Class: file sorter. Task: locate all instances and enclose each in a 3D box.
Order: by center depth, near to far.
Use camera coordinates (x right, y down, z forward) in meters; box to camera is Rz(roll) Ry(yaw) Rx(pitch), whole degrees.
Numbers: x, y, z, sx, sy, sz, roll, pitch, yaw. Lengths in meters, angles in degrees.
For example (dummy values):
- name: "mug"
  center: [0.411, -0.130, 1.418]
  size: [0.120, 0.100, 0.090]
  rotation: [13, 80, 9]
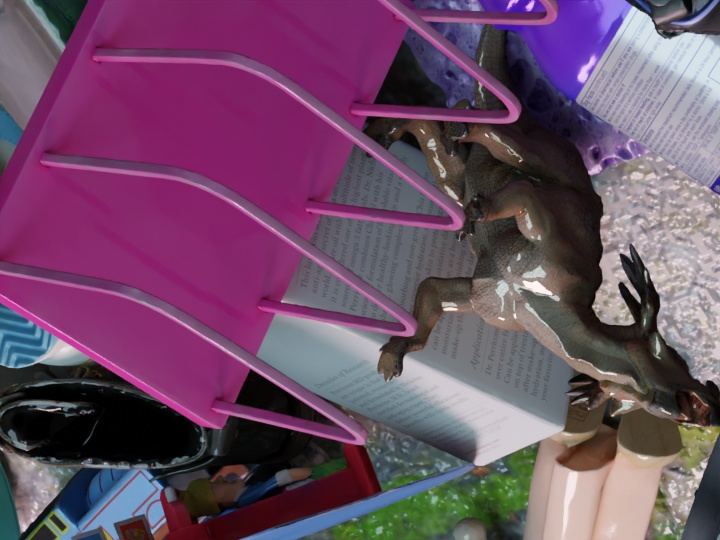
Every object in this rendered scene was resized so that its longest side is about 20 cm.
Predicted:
- name: "file sorter"
  center: [-0.030, -0.050, 1.021]
  size: [0.139, 0.201, 0.125]
  rotation: [35, 164, -37]

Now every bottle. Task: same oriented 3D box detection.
- name: "bottle"
  center: [0.115, -0.102, 1.096]
  size: [0.200, 0.065, 0.084]
  rotation: [32, 126, 3]

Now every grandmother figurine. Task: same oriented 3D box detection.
- name: "grandmother figurine"
  center: [0.102, 0.153, 1.309]
  size: [0.121, 0.061, 0.201]
  rotation: [21, 125, 22]

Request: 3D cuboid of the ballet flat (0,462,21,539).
- name: "ballet flat"
  center: [-0.234, 0.095, 1.422]
  size: [0.068, 0.068, 0.201]
  rotation: [0, 111, 35]

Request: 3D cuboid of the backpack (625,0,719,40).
- name: "backpack"
  center: [0.129, -0.208, 1.012]
  size: [0.200, 0.134, 0.183]
  rotation: [49, 116, 25]

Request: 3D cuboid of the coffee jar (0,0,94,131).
- name: "coffee jar"
  center: [-0.072, -0.139, 1.114]
  size: [0.104, 0.200, 0.085]
  rotation: [56, 151, -17]

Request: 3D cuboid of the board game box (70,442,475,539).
- name: "board game box"
  center: [-0.046, 0.104, 1.199]
  size: [0.158, 0.200, 0.039]
  rotation: [-28, 80, 48]

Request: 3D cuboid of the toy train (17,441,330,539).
- name: "toy train"
  center: [-0.095, 0.131, 1.367]
  size: [0.114, 0.087, 0.200]
  rotation: [44, 128, 0]

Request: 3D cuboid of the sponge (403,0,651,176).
- name: "sponge"
  center: [0.122, -0.109, 1.148]
  size: [0.200, 0.030, 0.112]
  rotation: [-22, 110, 34]

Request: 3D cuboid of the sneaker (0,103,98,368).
- name: "sneaker"
  center: [-0.160, -0.042, 1.190]
  size: [0.076, 0.081, 0.201]
  rotation: [-37, 66, 28]

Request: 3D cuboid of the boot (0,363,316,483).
- name: "boot"
  center: [-0.126, 0.061, 1.218]
  size: [0.199, 0.174, 0.070]
  rotation: [1, 91, 20]

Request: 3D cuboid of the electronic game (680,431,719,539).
- name: "electronic game"
  center: [0.176, 0.092, 1.142]
  size: [0.041, 0.200, 0.201]
  rotation: [21, 127, 15]

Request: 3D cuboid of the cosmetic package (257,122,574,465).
- name: "cosmetic package"
  center: [0.000, 0.000, 1.175]
  size: [0.200, 0.102, 0.071]
  rotation: [26, 149, -25]

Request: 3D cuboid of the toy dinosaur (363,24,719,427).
- name: "toy dinosaur"
  center: [0.079, -0.016, 1.141]
  size: [0.135, 0.201, 0.086]
  rotation: [9, 152, -32]
